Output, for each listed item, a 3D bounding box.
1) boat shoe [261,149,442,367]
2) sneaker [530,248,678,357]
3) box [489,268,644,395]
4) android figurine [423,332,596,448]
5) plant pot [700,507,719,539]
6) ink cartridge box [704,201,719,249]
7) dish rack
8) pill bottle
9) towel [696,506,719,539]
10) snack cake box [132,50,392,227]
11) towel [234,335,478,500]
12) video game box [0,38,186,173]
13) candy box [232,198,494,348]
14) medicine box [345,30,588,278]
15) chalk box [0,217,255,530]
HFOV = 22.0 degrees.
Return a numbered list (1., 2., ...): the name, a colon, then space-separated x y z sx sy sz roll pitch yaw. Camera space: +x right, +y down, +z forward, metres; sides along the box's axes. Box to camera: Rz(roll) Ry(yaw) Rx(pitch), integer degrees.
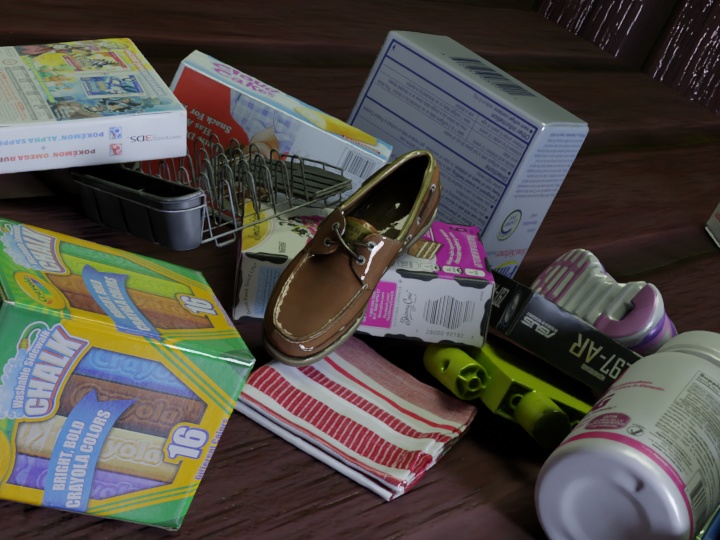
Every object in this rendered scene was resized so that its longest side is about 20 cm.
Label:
1. boat shoe: -0.009 -0.017 1.377 0.072 0.068 0.200 30 57 10
2. sneaker: 0.234 0.045 1.751 0.088 0.080 0.200 44 -5 -30
3. box: 0.171 0.059 1.550 0.160 0.044 0.200 31 1 -14
4. android figurine: 0.133 0.098 1.476 0.182 0.041 0.200 24 9 -29
5. plant pot: 0.343 0.197 1.244 0.200 0.180 0.200 50 21 6
6. ink cartridge box: 0.540 -0.102 2.370 0.083 0.200 0.145 25 18 -13
7. dish rack: -0.113 -0.071 1.483 0.200 0.055 0.153 -21 26 -37
8. pill bottle: 0.216 0.128 1.332 0.113 0.113 0.200 31 37 16
9. towel: 0.343 0.167 1.456 0.149 0.031 0.200 26 51 6
10. snack cake box: -0.086 -0.097 1.633 0.200 0.115 0.067 26 17 -1
11. towel: -0.002 0.099 1.354 0.144 0.023 0.200 29 18 11
12. video game box: -0.254 -0.137 1.512 0.182 0.047 0.200 -9 27 -17
13. candy box: 0.000 0.000 1.483 0.200 0.061 0.136 6 20 -5
14. medicine box: 0.077 -0.090 1.697 0.182 0.200 0.103 35 20 25
15. chalk box: -0.186 0.052 1.063 0.200 0.124 0.124 16 20 -30
